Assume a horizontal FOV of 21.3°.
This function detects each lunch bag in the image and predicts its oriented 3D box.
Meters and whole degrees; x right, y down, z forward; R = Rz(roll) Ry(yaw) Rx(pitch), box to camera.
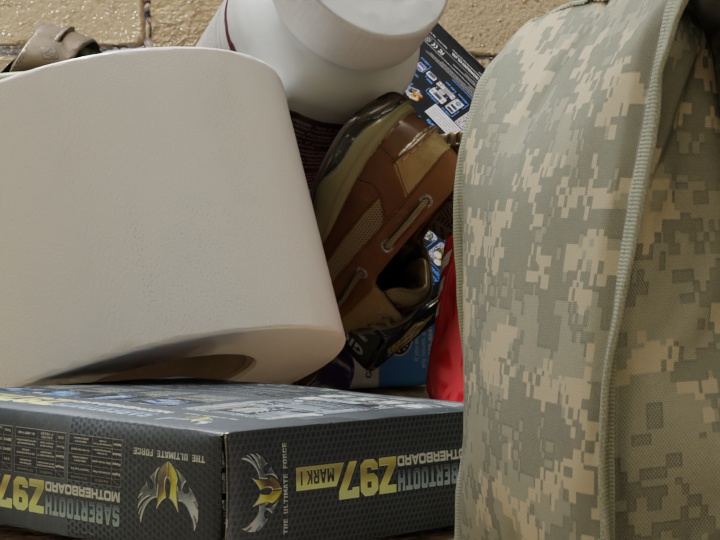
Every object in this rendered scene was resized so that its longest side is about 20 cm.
[{"bbox_3d":[0.094,0.010,0.573,0.116,0.202,0.164,-2,2,-12],"label":"lunch bag"}]

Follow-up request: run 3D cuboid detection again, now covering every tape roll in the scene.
[{"bbox_3d":[-0.118,-0.006,0.936,0.201,0.141,0.203,-13,-13,-3],"label":"tape roll"}]

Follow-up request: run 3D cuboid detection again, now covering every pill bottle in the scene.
[{"bbox_3d":[-0.034,-0.111,1.047,0.109,0.111,0.200,-2,-26,-28],"label":"pill bottle"}]

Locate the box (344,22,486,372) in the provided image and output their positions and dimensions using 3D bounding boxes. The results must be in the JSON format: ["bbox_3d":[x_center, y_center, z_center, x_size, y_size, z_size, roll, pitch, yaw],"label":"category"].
[{"bbox_3d":[0.011,-0.068,1.192,0.198,0.200,0.050,-37,-14,-31],"label":"box"}]

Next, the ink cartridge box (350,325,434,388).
[{"bbox_3d":[-0.052,0.004,1.242,0.198,0.146,0.084,-2,3,-21],"label":"ink cartridge box"}]

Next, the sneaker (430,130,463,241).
[{"bbox_3d":[0.130,-0.042,1.071,0.198,0.071,0.108,8,11,28],"label":"sneaker"}]

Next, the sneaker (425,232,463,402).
[{"bbox_3d":[0.065,0.033,0.937,0.078,0.117,0.200,-1,3,-14],"label":"sneaker"}]

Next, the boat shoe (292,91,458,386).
[{"bbox_3d":[0.000,0.000,1.019,0.074,0.201,0.076,35,44,11],"label":"boat shoe"}]

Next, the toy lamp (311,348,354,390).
[{"bbox_3d":[-0.090,0.028,1.109,0.199,0.059,0.058,27,-11,-29],"label":"toy lamp"}]

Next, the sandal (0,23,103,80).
[{"bbox_3d":[-0.162,-0.095,0.956,0.200,0.058,0.080,-5,-16,-37],"label":"sandal"}]

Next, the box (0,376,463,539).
[{"bbox_3d":[-0.067,0.075,0.773,0.199,0.052,0.157,1,0,42],"label":"box"}]
